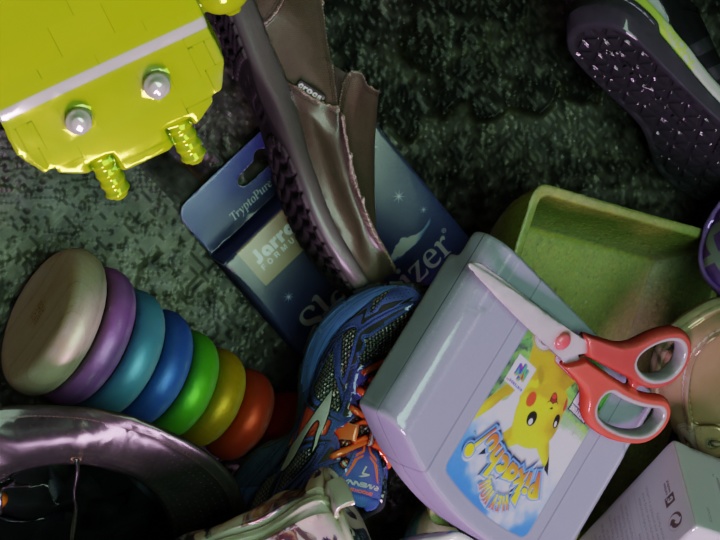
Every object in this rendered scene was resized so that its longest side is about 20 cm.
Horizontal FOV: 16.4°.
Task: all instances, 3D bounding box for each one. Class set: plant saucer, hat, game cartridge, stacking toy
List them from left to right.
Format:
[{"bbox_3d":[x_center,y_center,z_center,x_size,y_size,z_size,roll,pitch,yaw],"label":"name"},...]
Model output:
[{"bbox_3d":[-0.161,0.132,1.374,0.200,0.081,0.201,-2,120,-4],"label":"hat"},{"bbox_3d":[-0.097,0.063,1.398,0.200,0.085,0.085,27,91,-29],"label":"stacking toy"},{"bbox_3d":[0.083,0.081,1.379,0.133,0.040,0.200,-56,137,-8],"label":"game cartridge"},{"bbox_3d":[0.116,0.054,1.463,0.200,0.048,0.200,13,96,-48],"label":"plant saucer"}]

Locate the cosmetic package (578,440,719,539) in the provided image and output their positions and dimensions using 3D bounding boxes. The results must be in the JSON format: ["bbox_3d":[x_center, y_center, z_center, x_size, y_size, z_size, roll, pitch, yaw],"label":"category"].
[{"bbox_3d":[0.172,0.200,1.480,0.101,0.071,0.200,22,126,-25],"label":"cosmetic package"}]

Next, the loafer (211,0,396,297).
[{"bbox_3d":[-0.018,-0.081,1.373,0.071,0.073,0.200,-21,93,-11],"label":"loafer"}]

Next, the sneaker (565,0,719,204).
[{"bbox_3d":[0.195,-0.120,1.472,0.200,0.072,0.083,48,51,-37],"label":"sneaker"}]

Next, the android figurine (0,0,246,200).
[{"bbox_3d":[-0.148,-0.131,1.303,0.182,0.041,0.200,-23,115,1],"label":"android figurine"}]

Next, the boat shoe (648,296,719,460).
[{"bbox_3d":[0.223,0.092,1.486,0.071,0.065,0.200,-30,140,-6],"label":"boat shoe"}]

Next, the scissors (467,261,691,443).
[{"bbox_3d":[0.112,0.048,1.358,0.200,0.014,0.073,18,105,-44],"label":"scissors"}]

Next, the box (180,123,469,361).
[{"bbox_3d":[0.000,0.000,1.444,0.121,0.032,0.200,-44,112,-8],"label":"box"}]

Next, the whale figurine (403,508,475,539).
[{"bbox_3d":[0.015,0.241,1.476,0.159,0.104,0.200,36,64,-45],"label":"whale figurine"}]

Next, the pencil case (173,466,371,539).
[{"bbox_3d":[-0.082,0.169,1.308,0.200,0.078,0.089,-23,144,10],"label":"pencil case"}]

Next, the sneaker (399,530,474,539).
[{"bbox_3d":[-0.011,0.204,1.350,0.077,0.081,0.200,51,51,-2],"label":"sneaker"}]

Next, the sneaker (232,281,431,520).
[{"bbox_3d":[-0.005,0.095,1.368,0.075,0.078,0.200,16,111,-33],"label":"sneaker"}]

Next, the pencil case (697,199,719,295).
[{"bbox_3d":[0.292,0.011,1.509,0.200,0.085,0.084,22,97,-38],"label":"pencil case"}]
